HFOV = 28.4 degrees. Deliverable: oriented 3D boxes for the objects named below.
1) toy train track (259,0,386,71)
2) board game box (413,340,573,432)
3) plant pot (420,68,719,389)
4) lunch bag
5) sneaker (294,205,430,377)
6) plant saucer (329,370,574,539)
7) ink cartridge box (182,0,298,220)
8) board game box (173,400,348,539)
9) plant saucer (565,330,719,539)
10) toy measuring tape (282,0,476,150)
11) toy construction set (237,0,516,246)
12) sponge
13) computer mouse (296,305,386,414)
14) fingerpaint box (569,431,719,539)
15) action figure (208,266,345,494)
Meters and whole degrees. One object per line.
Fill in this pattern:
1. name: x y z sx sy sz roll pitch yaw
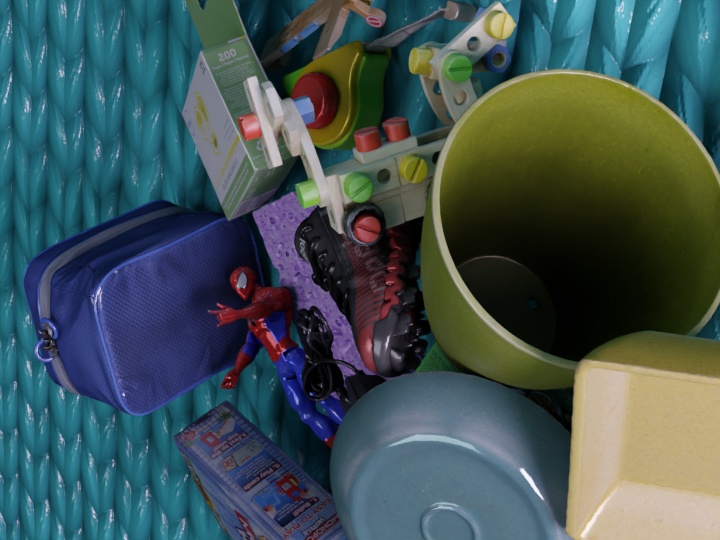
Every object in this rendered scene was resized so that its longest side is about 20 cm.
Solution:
1. toy train track: -0.020 -0.188 1.065 0.199 0.032 0.116 -22 45 59
2. board game box: 0.126 0.117 1.053 0.201 0.023 0.105 51 138 18
3. plant pot: 0.111 0.002 0.915 0.188 0.186 0.200 58 160 11
4. lunch bag: -0.192 0.030 1.224 0.131 0.199 0.138 12 120 46
5. sneaker: 0.000 0.000 1.014 0.096 0.202 0.071 -6 133 6
6. plant saucer: 0.064 0.163 0.936 0.197 0.036 0.202 11 120 19
7. ink cartridge box: -0.116 -0.156 1.139 0.202 0.047 0.146 65 163 6
8. board game box: -0.054 0.229 1.181 0.199 0.061 0.202 21 140 59
9. plant saucer: 0.218 0.102 0.794 0.197 0.049 0.201 8 143 12
10. toy measuring tape: 0.010 -0.133 1.045 0.199 0.073 0.075 -17 93 42
11. toy construction set: 0.018 -0.096 0.964 0.092 0.197 0.133 -100 -3 -68
12. sponge: -0.015 0.028 1.161 0.111 0.030 0.202 -20 90 50
13. computer mouse: 0.015 0.124 1.032 0.200 0.046 0.141 44 164 17
14. fingerpaint box: 0.186 0.225 0.971 0.165 0.073 0.203 9 116 36
15. action figure: -0.071 0.089 1.156 0.065 0.098 0.202 -43 71 47
